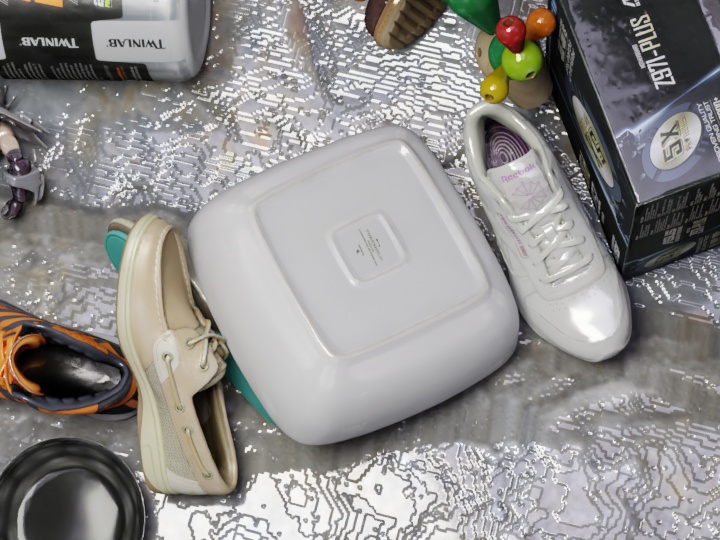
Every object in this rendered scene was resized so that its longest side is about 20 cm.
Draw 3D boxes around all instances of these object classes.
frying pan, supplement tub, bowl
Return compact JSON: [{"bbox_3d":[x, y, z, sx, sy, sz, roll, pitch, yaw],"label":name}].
[{"bbox_3d":[-0.223,0.205,1.491,0.114,0.031,0.191,31,84,11],"label":"frying pan"},{"bbox_3d":[-0.212,-0.197,1.539,0.198,0.123,0.124,1,77,5],"label":"supplement tub"},{"bbox_3d":[0.000,0.000,1.469,0.199,0.075,0.201,-23,74,-20],"label":"bowl"}]

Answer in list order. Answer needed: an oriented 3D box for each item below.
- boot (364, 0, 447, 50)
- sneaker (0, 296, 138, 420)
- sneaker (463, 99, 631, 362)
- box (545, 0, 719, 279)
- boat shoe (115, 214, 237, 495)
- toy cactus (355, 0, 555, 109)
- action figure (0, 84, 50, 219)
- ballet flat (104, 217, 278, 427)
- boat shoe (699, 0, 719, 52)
[{"bbox_3d":[0.006,-0.271,1.579,0.165,0.072,0.201,23,81,22],"label":"boot"},{"bbox_3d":[-0.244,0.055,1.483,0.198,0.112,0.078,8,85,7],"label":"sneaker"},{"bbox_3d":[0.119,-0.028,1.481,0.075,0.100,0.201,-29,75,5],"label":"sneaker"},{"bbox_3d":[0.189,-0.104,1.442,0.086,0.200,0.165,-19,76,-1],"label":"box"},{"bbox_3d":[-0.118,0.059,1.457,0.064,0.072,0.202,3,110,21],"label":"boat shoe"},{"bbox_3d":[0.079,-0.163,1.448,0.102,0.165,0.200,-43,44,-4],"label":"toy cactus"},{"bbox_3d":[-0.299,-0.058,1.536,0.129,0.070,0.201,12,58,22],"label":"action figure"},{"bbox_3d":[-0.095,0.029,1.516,0.200,0.068,0.062,45,56,9],"label":"ballet flat"},{"bbox_3d":[0.255,-0.179,1.520,0.086,0.075,0.203,-23,78,0],"label":"boat shoe"}]
